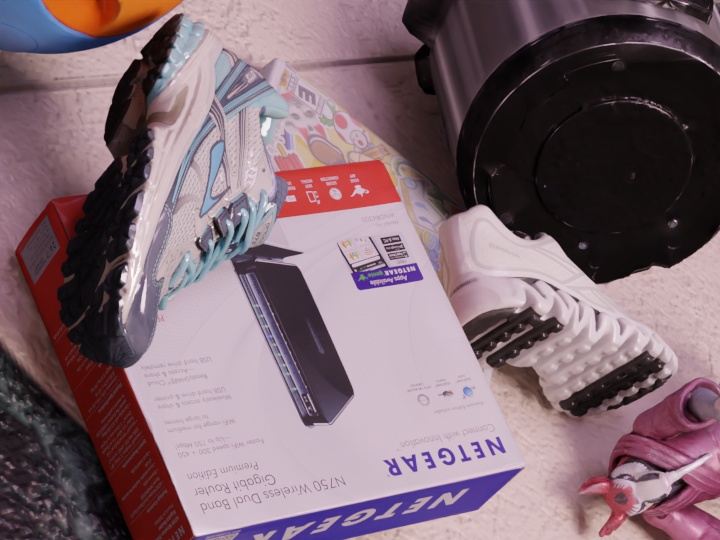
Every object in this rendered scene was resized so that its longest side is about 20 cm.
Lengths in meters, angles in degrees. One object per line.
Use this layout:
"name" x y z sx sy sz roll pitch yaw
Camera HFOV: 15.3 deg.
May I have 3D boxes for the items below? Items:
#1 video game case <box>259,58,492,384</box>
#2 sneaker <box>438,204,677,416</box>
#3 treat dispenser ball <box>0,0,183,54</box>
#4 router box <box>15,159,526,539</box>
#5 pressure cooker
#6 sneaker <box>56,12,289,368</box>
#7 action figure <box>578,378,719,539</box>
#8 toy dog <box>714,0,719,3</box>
"video game case" 0.000 0.000 1.426 0.182 0.023 0.200 38 36 -18
"sneaker" 0.108 0.022 1.460 0.200 0.075 0.081 30 36 -51
"treat dispenser ball" -0.152 -0.205 1.290 0.201 0.201 0.201 29 39 -27
"router box" -0.041 0.042 1.280 0.199 0.049 0.180 -9 64 -38
"pressure cooker" 0.125 -0.111 1.532 0.200 0.178 0.176 -100 164 -55
"sneaker" -0.075 -0.032 1.224 0.086 0.078 0.200 29 47 -17
"action figure" 0.197 0.089 1.482 0.199 0.134 0.149 -16 30 -26
"toy dog" 0.144 -0.197 1.719 0.200 0.132 0.096 25 3 -39
